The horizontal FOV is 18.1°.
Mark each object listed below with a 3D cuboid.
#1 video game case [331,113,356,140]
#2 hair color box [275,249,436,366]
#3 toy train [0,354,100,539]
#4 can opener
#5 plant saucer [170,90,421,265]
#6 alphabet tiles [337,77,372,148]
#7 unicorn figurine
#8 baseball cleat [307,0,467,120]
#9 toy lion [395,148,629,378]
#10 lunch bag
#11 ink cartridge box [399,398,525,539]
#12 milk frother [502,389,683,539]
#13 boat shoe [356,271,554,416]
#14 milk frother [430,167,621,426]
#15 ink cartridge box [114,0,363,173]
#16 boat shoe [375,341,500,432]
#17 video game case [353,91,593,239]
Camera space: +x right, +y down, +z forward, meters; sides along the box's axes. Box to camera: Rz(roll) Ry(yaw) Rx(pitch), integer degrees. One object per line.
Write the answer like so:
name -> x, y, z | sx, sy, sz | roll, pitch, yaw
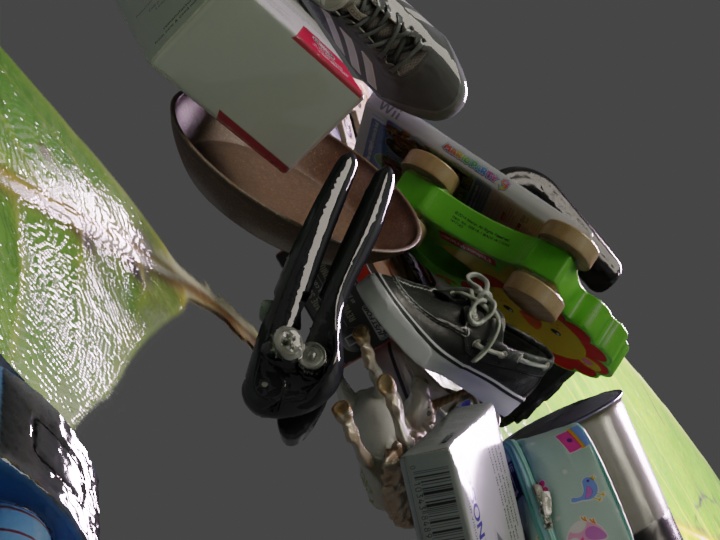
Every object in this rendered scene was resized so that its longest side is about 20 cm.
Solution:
video game case -> -0.039, -0.137, 1.994 | 0.144, 0.019, 0.200 | 61, 12, 3
hair color box -> 0.000, 0.000, 1.750 | 0.102, 0.061, 0.200 | 60, 13, -5
toy train -> -0.150, 0.122, 0.788 | 0.087, 0.114, 0.201 | 52, 15, -31
can opener -> -0.028, 0.011, 1.464 | 0.079, 0.063, 0.201 | 122, -15, -67
plant saucer -> -0.052, -0.059, 1.592 | 0.199, 0.037, 0.201 | 26, 22, -11
alphabet tiles -> 0.015, -0.093, 2.044 | 0.200, 0.007, 0.168 | 2, 72, -76
unicorn figurine -> 0.018, 0.107, 1.593 | 0.201, 0.073, 0.138 | -81, 152, -50
baseball cleat -> -0.001, -0.185, 1.663 | 0.200, 0.070, 0.106 | 45, 10, -2
toy lion -> 0.114, 0.009, 1.748 | 0.199, 0.069, 0.192 | 29, -16, 21
lunch bag -> 0.150, 0.221, 1.672 | 0.201, 0.076, 0.161 | 88, -11, -53
ink cartridge box -> 0.089, 0.198, 1.563 | 0.200, 0.040, 0.201 | -32, 109, -73
milk frother -> 0.235, 0.201, 1.893 | 0.189, 0.199, 0.180 | 65, 21, -3
boat shoe -> 0.074, 0.041, 1.633 | 0.199, 0.068, 0.074 | 36, 16, -41
milk frother -> 0.106, 0.032, 1.949 | 0.188, 0.200, 0.180 | 47, 41, 5
ink cartridge box -> -0.099, -0.180, 1.586 | 0.145, 0.083, 0.200 | 38, 13, -36
boat shoe -> 0.078, 0.126, 1.764 | 0.201, 0.065, 0.072 | 57, 13, -16
video game case -> 0.084, -0.058, 1.773 | 0.199, 0.018, 0.143 | 34, -16, 5
